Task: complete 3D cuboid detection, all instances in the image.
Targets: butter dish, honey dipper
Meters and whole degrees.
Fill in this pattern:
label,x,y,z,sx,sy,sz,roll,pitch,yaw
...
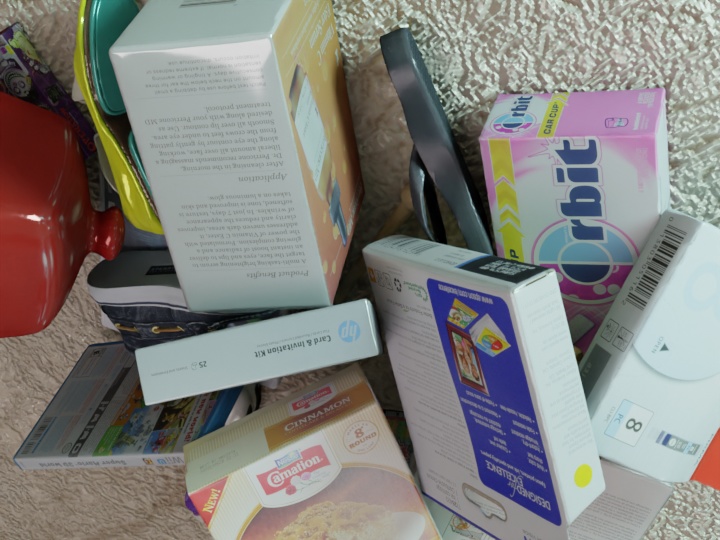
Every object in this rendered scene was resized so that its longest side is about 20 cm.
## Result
label,x,y,z,sx,sy,sz,roll,pitch,yaw
butter dish,-0.260,-0.038,0.836,0.147,0.200,0.200,9,133,-15
honey dipper,0.000,0.000,0.861,0.038,0.038,0.200,35,128,-5

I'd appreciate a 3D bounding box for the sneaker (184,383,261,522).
label,x,y,z,sx,sy,sz,roll,pitch,yaw
sneaker,-0.146,0.158,1.009,0.083,0.081,0.200,19,131,4

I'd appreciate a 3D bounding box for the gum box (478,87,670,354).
label,x,y,z,sx,sy,sz,roll,pitch,yaw
gum box,0.158,-0.023,0.750,0.113,0.066,0.201,1,126,22

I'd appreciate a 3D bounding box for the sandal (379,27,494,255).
label,x,y,z,sx,sy,sz,roll,pitch,yaw
sandal,0.051,-0.072,0.755,0.043,0.076,0.201,-20,106,12

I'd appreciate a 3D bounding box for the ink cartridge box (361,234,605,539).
label,x,y,z,sx,sy,sz,roll,pitch,yaw
ink cartridge box,0.081,0.084,0.716,0.197,0.047,0.201,16,126,62

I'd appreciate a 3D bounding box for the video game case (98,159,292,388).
label,x,y,z,sx,sy,sz,roll,pitch,yaw
video game case,-0.143,0.001,0.930,0.181,0.023,0.200,19,130,9

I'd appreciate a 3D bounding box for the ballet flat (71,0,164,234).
label,x,y,z,sx,sy,sz,roll,pitch,yaw
ballet flat,-0.186,-0.120,0.821,0.067,0.067,0.201,3,118,39

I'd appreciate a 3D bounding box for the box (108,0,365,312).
label,x,y,z,sx,sy,sz,roll,pitch,yaw
box,-0.073,-0.095,0.731,0.106,0.152,0.201,-2,126,13

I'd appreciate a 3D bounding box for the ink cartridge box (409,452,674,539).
label,x,y,z,sx,sy,sz,roll,pitch,yaw
ink cartridge box,0.134,0.202,0.907,0.199,0.045,0.177,20,119,-4

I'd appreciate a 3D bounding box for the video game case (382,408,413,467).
label,x,y,z,sx,sy,sz,roll,pitch,yaw
video game case,0.051,0.190,0.943,0.199,0.017,0.144,7,115,1

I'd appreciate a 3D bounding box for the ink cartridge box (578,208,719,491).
label,x,y,z,sx,sy,sz,roll,pitch,yaw
ink cartridge box,0.247,0.072,0.708,0.199,0.047,0.160,25,97,-20

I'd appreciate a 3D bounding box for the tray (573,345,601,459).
label,x,y,z,sx,sy,sz,roll,pitch,yaw
tray,0.091,0.068,0.796,0.200,0.037,0.099,33,146,51

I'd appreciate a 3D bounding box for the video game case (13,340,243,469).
label,x,y,z,sx,sy,sz,roll,pitch,yaw
video game case,-0.191,0.111,0.926,0.199,0.143,0.018,-7,127,29

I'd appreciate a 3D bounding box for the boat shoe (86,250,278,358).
label,x,y,z,sx,sy,sz,roll,pitch,yaw
boat shoe,-0.130,0.032,0.894,0.200,0.071,0.091,2,130,29

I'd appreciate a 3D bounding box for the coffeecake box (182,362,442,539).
label,x,y,z,sx,sy,sz,roll,pitch,yaw
coffeecake box,-0.026,0.197,0.833,0.153,0.073,0.200,-25,114,-2

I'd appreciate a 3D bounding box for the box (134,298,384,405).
label,x,y,z,sx,sy,sz,roll,pitch,yaw
box,-0.062,0.059,0.775,0.155,0.200,0.041,-12,84,1

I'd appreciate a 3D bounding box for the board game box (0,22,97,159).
label,x,y,z,sx,sy,sz,roll,pitch,yaw
board game box,-0.327,-0.120,0.915,0.200,0.032,0.120,-18,121,33
